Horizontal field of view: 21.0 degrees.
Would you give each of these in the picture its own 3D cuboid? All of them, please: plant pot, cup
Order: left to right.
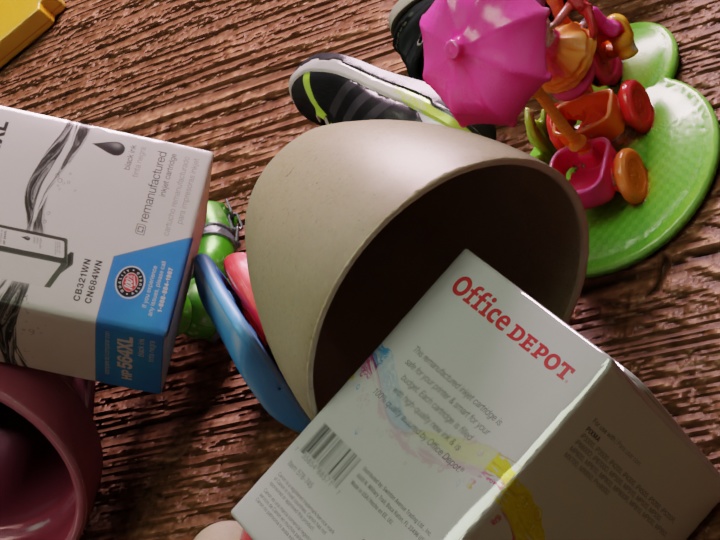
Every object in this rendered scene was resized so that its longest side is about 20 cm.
[{"bbox_3d":[-0.267,0.092,1.361,0.199,0.200,0.179,-25,29,25],"label":"plant pot"},{"bbox_3d":[0.012,-0.009,1.136,0.200,0.200,0.143,-49,50,-2],"label":"cup"}]

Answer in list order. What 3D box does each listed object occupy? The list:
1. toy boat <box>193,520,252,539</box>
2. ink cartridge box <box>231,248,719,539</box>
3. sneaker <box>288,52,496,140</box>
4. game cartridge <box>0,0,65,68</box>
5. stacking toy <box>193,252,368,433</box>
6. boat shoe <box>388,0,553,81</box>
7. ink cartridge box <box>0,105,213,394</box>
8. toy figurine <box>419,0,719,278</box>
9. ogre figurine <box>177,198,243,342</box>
[{"bbox_3d":[-0.052,0.230,1.096,0.200,0.130,0.131,-80,6,-80],"label":"toy boat"},{"bbox_3d":[0.066,0.123,1.050,0.200,0.145,0.145,-48,40,0],"label":"ink cartridge box"},{"bbox_3d":[0.006,-0.093,1.344,0.200,0.072,0.083,19,73,49],"label":"sneaker"},{"bbox_3d":[-0.364,-0.250,1.849,0.176,0.032,0.200,-37,43,13],"label":"game cartridge"},{"bbox_3d":[0.000,0.000,1.263,0.200,0.116,0.110,-33,39,0],"label":"stacking toy"},{"bbox_3d":[0.104,-0.192,1.334,0.199,0.074,0.066,-27,46,25],"label":"boat shoe"},{"bbox_3d":[-0.208,-0.019,1.253,0.199,0.084,0.147,12,59,-2],"label":"ink cartridge box"},{"bbox_3d":[0.114,-0.127,1.184,0.150,0.184,0.201,-14,49,34],"label":"toy figurine"},{"bbox_3d":[-0.161,0.001,1.357,0.098,0.200,0.120,-42,58,25],"label":"ogre figurine"}]
